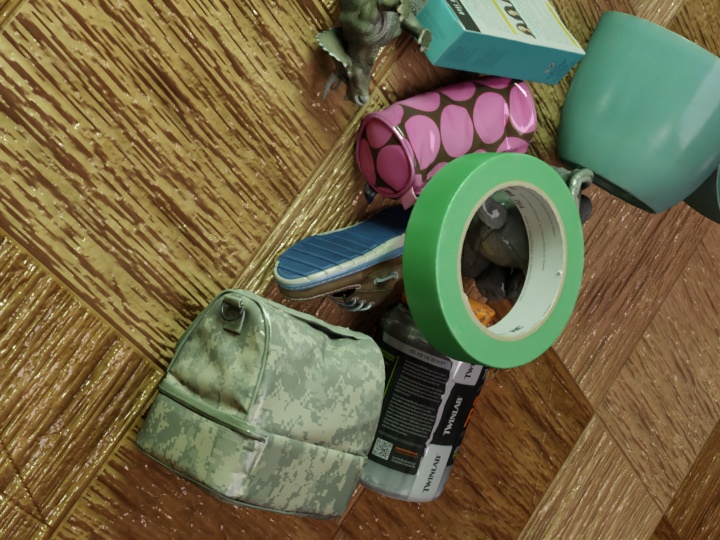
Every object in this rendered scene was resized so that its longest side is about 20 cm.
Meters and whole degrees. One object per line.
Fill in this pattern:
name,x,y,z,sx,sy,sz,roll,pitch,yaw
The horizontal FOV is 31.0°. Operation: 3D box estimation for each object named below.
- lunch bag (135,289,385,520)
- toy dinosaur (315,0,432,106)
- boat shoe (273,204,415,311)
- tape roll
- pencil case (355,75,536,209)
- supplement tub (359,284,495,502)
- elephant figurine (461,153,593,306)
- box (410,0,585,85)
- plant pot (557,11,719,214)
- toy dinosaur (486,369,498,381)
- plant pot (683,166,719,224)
lunch bag,-0.075,0.115,1.142,0.200,0.139,0.168,25,88,-50
toy dinosaur,0.017,-0.245,1.126,0.077,0.102,0.201,19,83,-57
boat shoe,0.000,0.000,1.225,0.200,0.072,0.073,-22,124,-40
tape roll,0.128,-0.010,1.214,0.200,0.048,0.201,-5,97,-41
pencil case,0.088,-0.128,1.250,0.200,0.094,0.091,-25,162,-36
supplement tub,0.056,0.118,1.291,0.122,0.122,0.201,9,104,-49
elephant figurine,0.188,-0.069,1.380,0.141,0.155,0.200,38,60,-5
box,0.127,-0.231,1.246,0.200,0.082,0.049,-1,143,-47
plant pot,0.307,-0.160,1.405,0.200,0.200,0.161,27,94,-50
toy dinosaur,0.113,0.092,1.399,0.106,0.060,0.200,-50,137,-22
plant pot,0.428,-0.163,1.573,0.200,0.135,0.201,-23,123,-40
